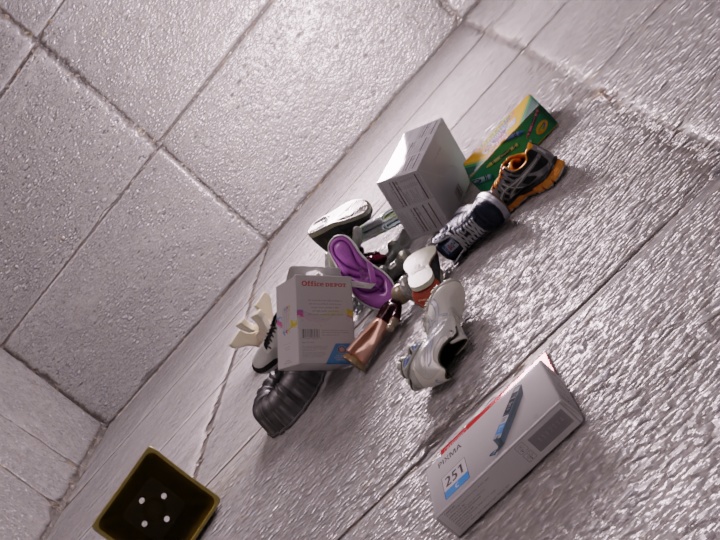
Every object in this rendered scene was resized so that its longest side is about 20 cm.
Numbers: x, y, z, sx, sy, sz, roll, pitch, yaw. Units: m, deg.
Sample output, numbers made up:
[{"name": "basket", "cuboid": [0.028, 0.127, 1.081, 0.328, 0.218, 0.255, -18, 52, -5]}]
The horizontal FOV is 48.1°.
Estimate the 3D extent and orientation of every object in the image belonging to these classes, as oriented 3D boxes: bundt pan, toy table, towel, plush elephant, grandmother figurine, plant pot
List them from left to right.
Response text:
[{"name": "plant pot", "cuboid": [-0.445, 0.521, 1.749, 0.196, 0.194, 0.200, -55, 6, -21]}, {"name": "toy table", "cuboid": [-0.275, 0.166, 2.274, 0.183, 0.117, 0.202, -34, 22, 49]}, {"name": "bundt pan", "cuboid": [-0.164, 0.258, 1.758, 0.202, 0.076, 0.202, -46, 14, 15]}, {"name": "plush elephant", "cuboid": [-0.004, -0.021, 1.797, 0.200, 0.154, 0.165, -47, 13, 10]}, {"name": "grandmother figurine", "cuboid": [0.044, 0.098, 1.549, 0.202, 0.060, 0.121, -55, 23, -9]}, {"name": "towel", "cuboid": [0.073, -0.124, 1.918, 0.169, 0.049, 0.199, -26, 2, -26]}]

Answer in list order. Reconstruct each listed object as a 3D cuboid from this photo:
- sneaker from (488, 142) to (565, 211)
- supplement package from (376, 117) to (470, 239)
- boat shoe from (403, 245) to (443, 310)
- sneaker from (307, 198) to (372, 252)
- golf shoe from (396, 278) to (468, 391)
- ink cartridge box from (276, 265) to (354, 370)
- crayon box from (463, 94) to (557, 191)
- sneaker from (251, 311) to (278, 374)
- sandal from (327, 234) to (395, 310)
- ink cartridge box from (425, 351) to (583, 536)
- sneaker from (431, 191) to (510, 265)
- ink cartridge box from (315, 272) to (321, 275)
[{"name": "sneaker", "cuboid": [0.277, -0.165, 1.446, 0.199, 0.077, 0.079, -36, 21, 51]}, {"name": "supplement package", "cuboid": [0.144, -0.199, 1.750, 0.109, 0.157, 0.201, -15, 33, 36]}, {"name": "boat shoe", "cuboid": [0.123, 0.013, 1.500, 0.070, 0.063, 0.201, -27, 19, 13]}, {"name": "sneaker", "cuboid": [-0.023, -0.092, 1.876, 0.198, 0.106, 0.075, -19, 33, 44]}, {"name": "golf shoe", "cuboid": [0.138, 0.098, 1.252, 0.096, 0.078, 0.202, -8, 47, 45]}, {"name": "ink cartridge box", "cuboid": [-0.094, 0.096, 1.647, 0.125, 0.126, 0.205, 154, 116, -61]}, {"name": "crayon box", "cuboid": [0.301, -0.256, 1.642, 0.200, 0.058, 0.119, -47, 14, 16]}, {"name": "sneaker", "cuboid": [-0.179, 0.134, 1.750, 0.201, 0.080, 0.074, -53, 49, 5]}, {"name": "sandal", "cuboid": [-0.005, 0.006, 1.677, 0.083, 0.203, 0.050, -46, -22, 4]}, {"name": "ink cartridge box", "cuboid": [0.159, 0.189, 0.961, 0.200, 0.045, 0.177, -47, 15, 14]}, {"name": "sneaker", "cuboid": [0.197, -0.073, 1.468, 0.109, 0.070, 0.200, -48, 6, -13]}, {"name": "ink cartridge box", "cuboid": [-0.122, 0.081, 2.019, 0.118, 0.067, 0.200, -55, 2, -20]}]
